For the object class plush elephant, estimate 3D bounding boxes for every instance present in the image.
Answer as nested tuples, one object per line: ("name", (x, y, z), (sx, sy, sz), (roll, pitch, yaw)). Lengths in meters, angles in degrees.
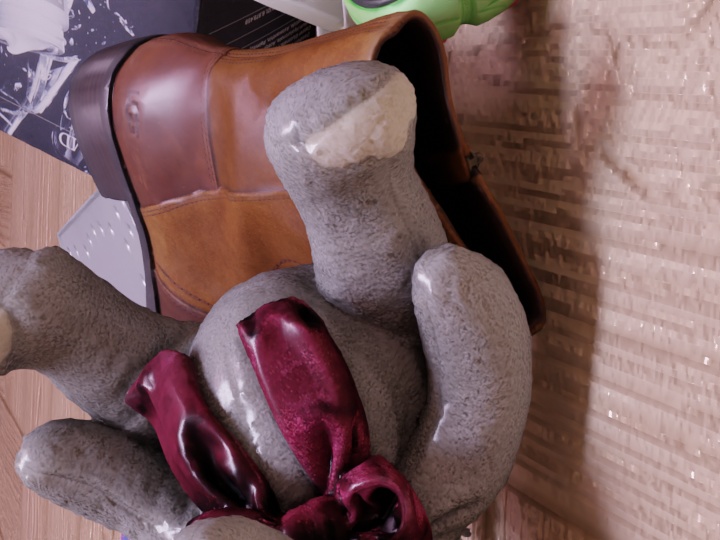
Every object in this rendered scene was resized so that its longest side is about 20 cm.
("plush elephant", (-0.019, 0.075, 0.650), (0.200, 0.164, 0.155), (54, -158, -37))

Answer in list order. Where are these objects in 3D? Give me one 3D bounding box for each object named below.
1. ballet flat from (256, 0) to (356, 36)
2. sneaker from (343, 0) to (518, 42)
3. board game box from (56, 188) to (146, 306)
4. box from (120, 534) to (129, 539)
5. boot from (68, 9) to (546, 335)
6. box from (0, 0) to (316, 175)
("ballet flat", (-0.010, -0.086, 0.837), (0.069, 0.069, 0.201), (139, 131, -72))
("sneaker", (-0.007, -0.148, 0.753), (0.200, 0.077, 0.084), (45, 154, 48))
("board game box", (-0.065, 0.060, 0.963), (0.201, 0.026, 0.200), (65, 165, -1))
("box", (-0.109, 0.200, 1.270), (0.137, 0.039, 0.201), (-108, 23, -52))
("boot", (0.000, 0.000, 0.769), (0.200, 0.068, 0.189), (5, 120, 54))
("box", (-0.119, -0.154, 0.993), (0.104, 0.200, 0.183), (-36, -36, -47))
